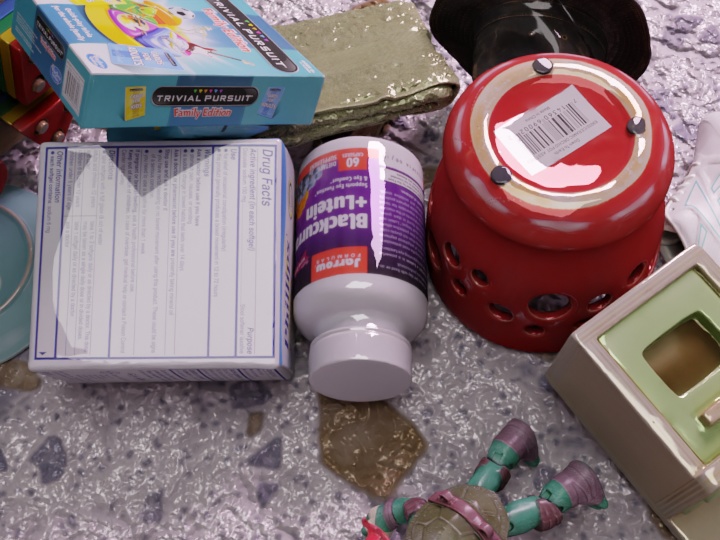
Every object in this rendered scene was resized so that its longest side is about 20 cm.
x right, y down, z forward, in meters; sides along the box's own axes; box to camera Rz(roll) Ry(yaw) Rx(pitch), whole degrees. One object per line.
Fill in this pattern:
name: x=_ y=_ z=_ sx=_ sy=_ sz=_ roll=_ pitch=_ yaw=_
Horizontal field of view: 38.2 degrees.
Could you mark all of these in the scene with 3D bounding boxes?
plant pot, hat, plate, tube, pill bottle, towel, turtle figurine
plant pot: x=0.154 y=-0.057 z=0.846 sx=0.199 sy=0.183 sz=0.202 roll=-1 pitch=62 yaw=1
hat: x=0.151 y=-0.178 z=0.913 sx=0.199 sy=0.201 sz=0.081 roll=12 pitch=66 yaw=9
plate: x=-0.356 y=-0.001 z=0.924 sx=0.199 sy=0.026 sz=0.201 roll=-1 pitch=60 yaw=2
tube: x=-0.160 y=-0.118 z=0.888 sx=0.077 sy=0.200 sz=0.051 roll=-9 pitch=99 yaw=-33
pill bottle: x=0.000 y=0.000 z=0.858 sx=0.111 sy=0.112 sz=0.201 roll=-1 pitch=60 yaw=2
towel: x=-0.025 y=-0.173 z=0.918 sx=0.199 sy=0.037 sz=0.149 roll=-16 pitch=49 yaw=-6
turtle figurine: x=0.078 y=0.200 z=0.755 sx=0.200 sy=0.101 sz=0.150 roll=-37 pitch=65 yaw=-23

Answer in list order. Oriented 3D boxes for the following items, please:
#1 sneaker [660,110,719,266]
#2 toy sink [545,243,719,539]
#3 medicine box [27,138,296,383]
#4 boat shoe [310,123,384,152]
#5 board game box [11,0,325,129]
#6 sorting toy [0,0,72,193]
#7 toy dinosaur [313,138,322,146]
sneaker: x=0.297 y=-0.057 z=0.901 sx=0.080 sy=0.071 sz=0.201 roll=5 pitch=61 yaw=7
toy sink: x=0.258 y=0.104 z=0.774 sx=0.130 sy=0.112 sz=0.200 roll=-33 pitch=72 yaw=-15
medicine box: x=-0.155 y=-0.004 z=0.846 sx=0.199 sy=0.103 sz=0.183 roll=0 pitch=78 yaw=1
boat shoe: x=0.002 y=-0.174 z=0.982 sx=0.071 sy=0.065 sz=0.201 roll=11 pitch=62 yaw=9
board game box: x=-0.151 y=-0.171 z=0.820 sx=0.199 sy=0.047 sz=0.151 roll=-8 pitch=42 yaw=-37
sorting toy: x=-0.316 y=-0.140 z=0.891 sx=0.069 sy=0.199 sz=0.200 roll=35 pitch=58 yaw=9
toy dinosaur: x=-0.098 y=-0.143 z=0.974 sx=0.199 sy=0.060 sz=0.107 roll=1 pitch=63 yaw=28
